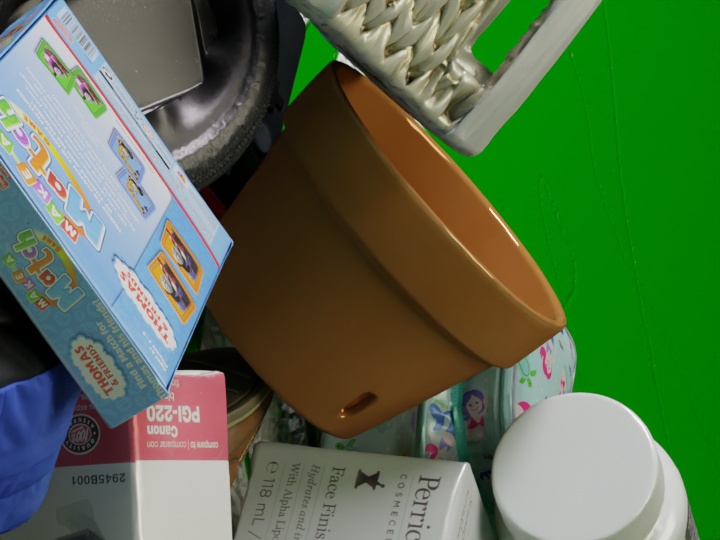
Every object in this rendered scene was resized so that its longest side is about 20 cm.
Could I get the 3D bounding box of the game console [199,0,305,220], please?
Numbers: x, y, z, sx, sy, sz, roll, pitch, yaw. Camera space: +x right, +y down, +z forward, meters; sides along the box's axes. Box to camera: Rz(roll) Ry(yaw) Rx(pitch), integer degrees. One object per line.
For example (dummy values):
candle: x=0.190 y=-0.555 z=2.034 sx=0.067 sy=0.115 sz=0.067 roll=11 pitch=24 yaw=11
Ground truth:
game console: x=-0.098 y=-0.144 z=1.401 sx=0.200 sy=0.031 sz=0.177 roll=53 pitch=43 yaw=-42

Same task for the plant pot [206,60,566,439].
plant pot: x=0.000 y=0.000 z=1.362 sx=0.200 sy=0.140 sz=0.200 roll=47 pitch=10 yaw=-11

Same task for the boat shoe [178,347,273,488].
boat shoe: x=-0.105 y=0.109 z=1.314 sx=0.200 sy=0.072 sz=0.068 roll=-43 pitch=136 yaw=-54

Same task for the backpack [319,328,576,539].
backpack: x=0.052 y=0.091 z=1.502 sx=0.178 sy=0.150 sz=0.201 roll=57 pitch=44 yaw=-55

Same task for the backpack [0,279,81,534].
backpack: x=-0.223 y=0.067 z=1.025 sx=0.200 sy=0.162 sz=0.168 roll=-34 pitch=150 yaw=-60

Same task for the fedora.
fedora: x=-0.142 y=-0.119 z=1.240 sx=0.200 sy=0.091 sz=0.201 roll=0 pitch=90 yaw=-39

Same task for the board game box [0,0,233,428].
board game box: x=-0.124 y=-0.033 z=1.076 sx=0.151 sy=0.037 sz=0.200 roll=56 pitch=14 yaw=-13

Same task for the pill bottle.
pill bottle: x=0.141 y=0.157 z=1.411 sx=0.200 sy=0.113 sz=0.113 roll=65 pitch=32 yaw=-58

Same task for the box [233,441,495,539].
box: x=0.000 y=0.232 z=1.355 sx=0.200 sy=0.130 sz=0.199 roll=70 pitch=28 yaw=-54

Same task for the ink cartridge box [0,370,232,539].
ink cartridge box: x=-0.140 y=0.153 z=1.159 sx=0.085 sy=0.145 sz=0.201 roll=4 pitch=80 yaw=-60

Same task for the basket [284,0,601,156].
basket: x=0.025 y=-0.173 z=1.305 sx=0.123 sy=0.200 sz=0.136 roll=36 pitch=95 yaw=-30
